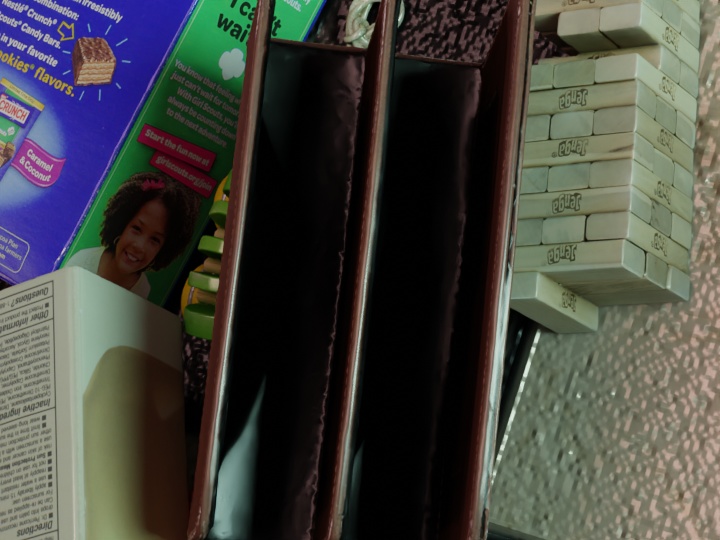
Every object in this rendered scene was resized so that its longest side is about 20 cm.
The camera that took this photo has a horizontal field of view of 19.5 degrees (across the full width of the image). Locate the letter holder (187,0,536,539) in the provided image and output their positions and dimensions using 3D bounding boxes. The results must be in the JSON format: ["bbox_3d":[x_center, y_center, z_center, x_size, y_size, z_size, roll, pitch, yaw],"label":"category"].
[{"bbox_3d":[0.000,0.000,0.745,0.100,0.142,0.201,7,79,-4],"label":"letter holder"}]

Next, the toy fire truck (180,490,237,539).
[{"bbox_3d":[-0.100,0.189,0.830,0.140,0.049,0.201,-2,73,34],"label":"toy fire truck"}]

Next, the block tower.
[{"bbox_3d":[0.093,-0.080,0.790,0.058,0.054,0.201,-4,72,34],"label":"block tower"}]

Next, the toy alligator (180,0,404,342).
[{"bbox_3d":[-0.034,-0.033,0.859,0.059,0.054,0.201,13,82,36],"label":"toy alligator"}]

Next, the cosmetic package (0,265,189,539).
[{"bbox_3d":[-0.122,0.112,0.796,0.105,0.071,0.201,-17,63,28],"label":"cosmetic package"}]

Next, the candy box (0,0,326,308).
[{"bbox_3d":[-0.122,-0.095,0.927,0.169,0.077,0.201,28,91,38],"label":"candy box"}]
